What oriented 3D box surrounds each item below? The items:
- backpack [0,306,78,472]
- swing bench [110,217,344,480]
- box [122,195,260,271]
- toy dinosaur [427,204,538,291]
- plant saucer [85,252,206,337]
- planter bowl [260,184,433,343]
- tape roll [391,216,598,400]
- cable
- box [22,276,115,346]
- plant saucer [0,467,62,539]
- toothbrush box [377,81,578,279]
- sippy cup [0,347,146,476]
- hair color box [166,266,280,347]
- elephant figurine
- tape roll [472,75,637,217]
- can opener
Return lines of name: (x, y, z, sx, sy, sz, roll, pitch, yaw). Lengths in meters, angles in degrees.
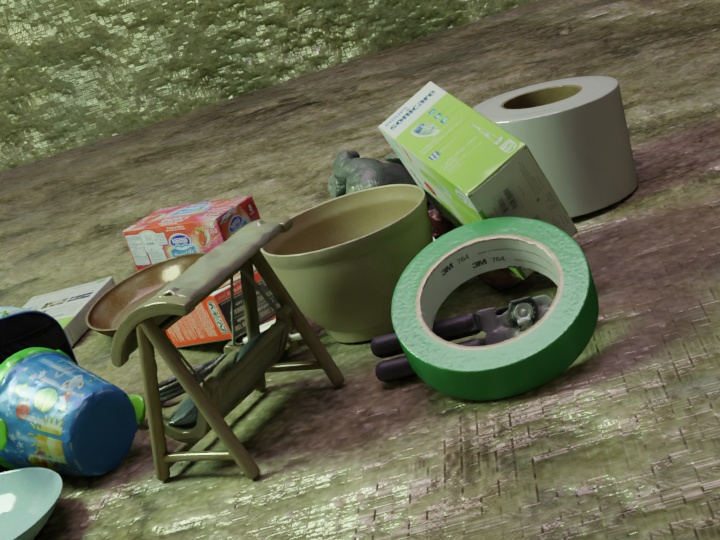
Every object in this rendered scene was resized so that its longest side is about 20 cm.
backpack: (-0.428, 0.134, 1.506, 0.147, 0.183, 0.200, -1, 20, 43)
swing bench: (-0.139, 0.076, 1.346, 0.130, 0.200, 0.199, -7, 21, 33)
box: (-0.241, -0.041, 1.970, 0.200, 0.100, 0.095, -6, 22, 38)
toy dinosaur: (0.154, -0.020, 1.540, 0.135, 0.086, 0.200, -30, 33, -1)
plant saucer: (-0.284, 0.041, 1.850, 0.200, 0.037, 0.200, -19, 24, 9)
planter bowl: (0.000, 0.000, 1.538, 0.200, 0.135, 0.200, -18, 17, 6)
tape roll: (0.131, 0.034, 1.310, 0.200, 0.048, 0.201, -13, 45, 13)
cable: (-0.155, 0.095, 1.553, 0.200, 0.050, 0.097, -17, 17, 2)
box: (-0.456, 0.075, 1.956, 0.144, 0.036, 0.200, -14, 17, 17)
plant saucer: (-0.383, 0.263, 1.310, 0.201, 0.039, 0.201, -18, 17, 6)
toothbrush box: (0.128, -0.101, 1.464, 0.086, 0.146, 0.200, -41, 40, -3)
sippy cup: (-0.314, 0.159, 1.418, 0.130, 0.140, 0.178, 10, 44, 38)
hair color box: (-0.168, 0.044, 1.643, 0.101, 0.061, 0.200, -29, 9, -29)
elephant figurine: (0.066, -0.118, 1.859, 0.200, 0.142, 0.155, -9, 43, -21)
tape roll: (0.249, -0.160, 1.728, 0.202, 0.139, 0.203, -13, 17, 4)
can opener: (0.113, 0.073, 1.371, 0.200, 0.053, 0.067, -15, -14, 15)
